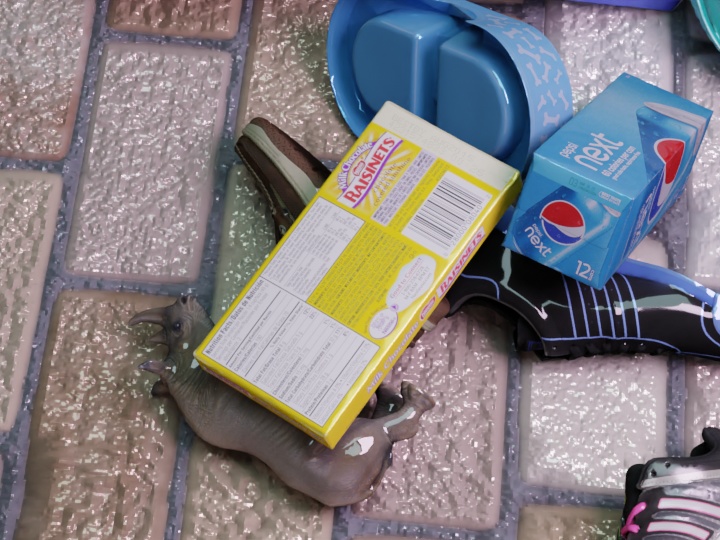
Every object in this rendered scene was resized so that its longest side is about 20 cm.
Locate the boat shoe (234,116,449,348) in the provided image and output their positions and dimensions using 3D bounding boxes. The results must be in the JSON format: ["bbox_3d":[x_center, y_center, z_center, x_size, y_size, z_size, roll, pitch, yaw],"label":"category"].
[{"bbox_3d":[-0.031,-0.017,1.416,0.075,0.075,0.202,-47,51,6],"label":"boat shoe"}]

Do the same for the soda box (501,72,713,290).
[{"bbox_3d":[0.155,-0.059,1.392,0.068,0.064,0.200,25,27,13],"label":"soda box"}]

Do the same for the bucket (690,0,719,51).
[{"bbox_3d":[0.318,-0.215,1.486,0.206,0.135,0.208,6,65,-13],"label":"bucket"}]

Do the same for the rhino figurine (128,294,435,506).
[{"bbox_3d":[-0.059,0.072,1.363,0.199,0.060,0.088,27,75,18],"label":"rhino figurine"}]

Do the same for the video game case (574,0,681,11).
[{"bbox_3d":[0.116,-0.265,1.548,0.199,0.046,0.182,2,53,-29],"label":"video game case"}]

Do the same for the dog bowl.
[{"bbox_3d":[0.058,-0.120,1.441,0.049,0.112,0.200,-17,30,-35],"label":"dog bowl"}]

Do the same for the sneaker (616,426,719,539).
[{"bbox_3d":[0.171,0.159,1.309,0.199,0.074,0.087,-35,65,-26],"label":"sneaker"}]

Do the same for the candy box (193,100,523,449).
[{"bbox_3d":[0.000,0.000,1.340,0.102,0.026,0.200,29,73,27],"label":"candy box"}]

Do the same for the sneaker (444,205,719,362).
[{"bbox_3d":[0.146,0.028,1.400,0.199,0.070,0.078,22,81,6],"label":"sneaker"}]
